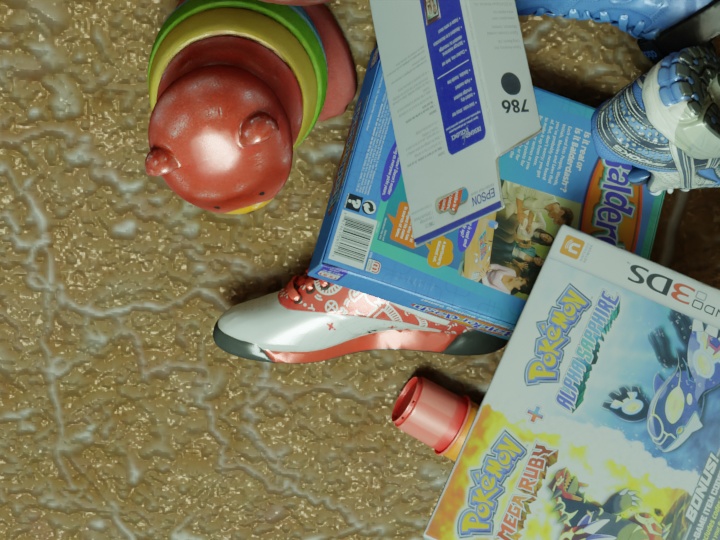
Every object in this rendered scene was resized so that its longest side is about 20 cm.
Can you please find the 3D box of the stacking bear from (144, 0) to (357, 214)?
[{"bbox_3d":[-0.072,-0.098,0.784,0.121,0.200,0.114,-11,116,7],"label":"stacking bear"}]

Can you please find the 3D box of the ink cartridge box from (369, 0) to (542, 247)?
[{"bbox_3d":[0.050,-0.121,0.776,0.039,0.099,0.201,-5,82,-29],"label":"ink cartridge box"}]

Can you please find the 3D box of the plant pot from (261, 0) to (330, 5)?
[{"bbox_3d":[-0.037,-0.261,0.719,0.200,0.201,0.196,22,124,-9],"label":"plant pot"}]

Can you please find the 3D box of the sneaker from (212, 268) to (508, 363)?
[{"bbox_3d":[0.001,0.000,0.907,0.201,0.067,0.108,-1,114,0],"label":"sneaker"}]

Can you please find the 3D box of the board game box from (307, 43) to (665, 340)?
[{"bbox_3d":[0.084,-0.040,0.847,0.199,0.045,0.153,19,77,-9],"label":"board game box"}]

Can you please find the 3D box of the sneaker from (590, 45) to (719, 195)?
[{"bbox_3d":[0.203,-0.083,0.824,0.085,0.077,0.200,-22,160,35],"label":"sneaker"}]

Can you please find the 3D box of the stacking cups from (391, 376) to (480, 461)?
[{"bbox_3d":[0.113,0.142,0.979,0.200,0.061,0.061,27,114,-9],"label":"stacking cups"}]

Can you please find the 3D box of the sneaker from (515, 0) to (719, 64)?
[{"bbox_3d":[0.155,-0.156,0.817,0.199,0.077,0.111,-22,105,5],"label":"sneaker"}]

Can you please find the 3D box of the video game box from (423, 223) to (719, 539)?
[{"bbox_3d":[0.157,0.098,0.773,0.182,0.047,0.200,23,78,13],"label":"video game box"}]
